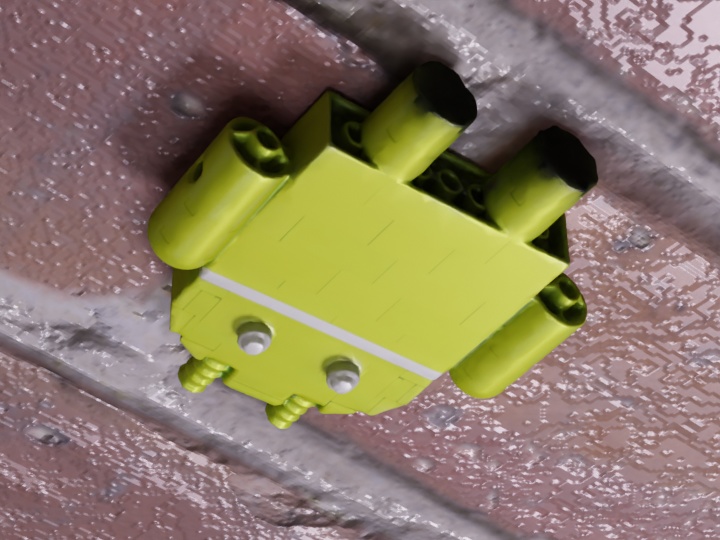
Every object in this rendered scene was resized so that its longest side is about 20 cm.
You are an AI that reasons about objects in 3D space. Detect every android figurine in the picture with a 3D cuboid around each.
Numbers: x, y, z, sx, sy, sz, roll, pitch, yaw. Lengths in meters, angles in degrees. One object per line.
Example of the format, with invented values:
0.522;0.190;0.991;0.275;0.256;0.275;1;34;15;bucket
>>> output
0.000;0.000;0.836;0.181;0.041;0.200;26;131;-28;android figurine
